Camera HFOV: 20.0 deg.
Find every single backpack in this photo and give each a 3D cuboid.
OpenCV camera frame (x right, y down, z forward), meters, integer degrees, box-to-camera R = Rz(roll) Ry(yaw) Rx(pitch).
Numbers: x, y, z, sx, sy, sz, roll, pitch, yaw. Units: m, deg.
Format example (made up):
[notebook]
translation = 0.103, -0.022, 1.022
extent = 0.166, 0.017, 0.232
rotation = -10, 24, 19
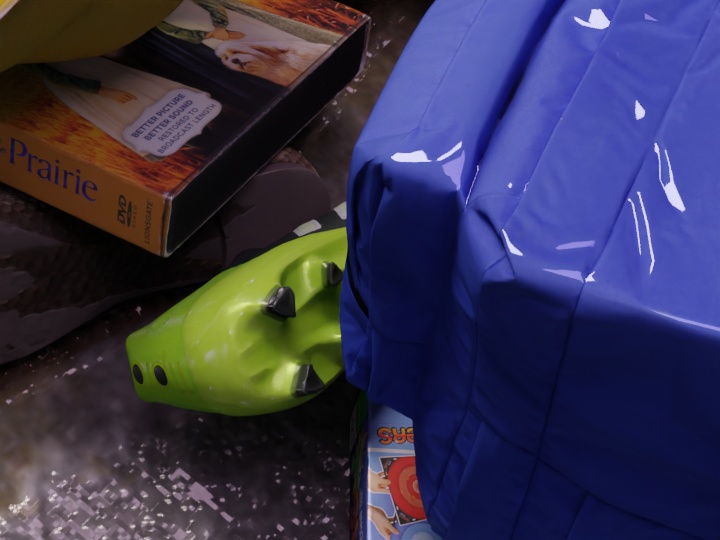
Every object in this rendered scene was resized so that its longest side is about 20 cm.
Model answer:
[backpack]
translation = 0.083, 0.006, 0.633
extent = 0.167, 0.200, 0.163
rotation = 24, 58, 17

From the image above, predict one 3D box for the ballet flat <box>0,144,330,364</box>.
[ballet flat]
translation = -0.107, -0.011, 0.733
extent = 0.199, 0.068, 0.046
rotation = -15, 35, -20

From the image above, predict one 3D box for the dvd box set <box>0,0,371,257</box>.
[dvd box set]
translation = -0.116, -0.090, 0.754
extent = 0.199, 0.029, 0.146
rotation = 25, 41, 17

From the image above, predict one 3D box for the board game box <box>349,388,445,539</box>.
[board game box]
translation = 0.096, 0.108, 0.709
extent = 0.199, 0.035, 0.136
rotation = 5, 57, -7

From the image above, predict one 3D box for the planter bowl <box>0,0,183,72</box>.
[planter bowl]
translation = -0.098, -0.134, 0.686
extent = 0.083, 0.200, 0.201
rotation = 29, 47, -39

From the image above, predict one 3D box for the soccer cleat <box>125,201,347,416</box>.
[soccer cleat]
translation = 0.000, 0.000, 0.734
extent = 0.200, 0.081, 0.068
rotation = -24, 104, -46
